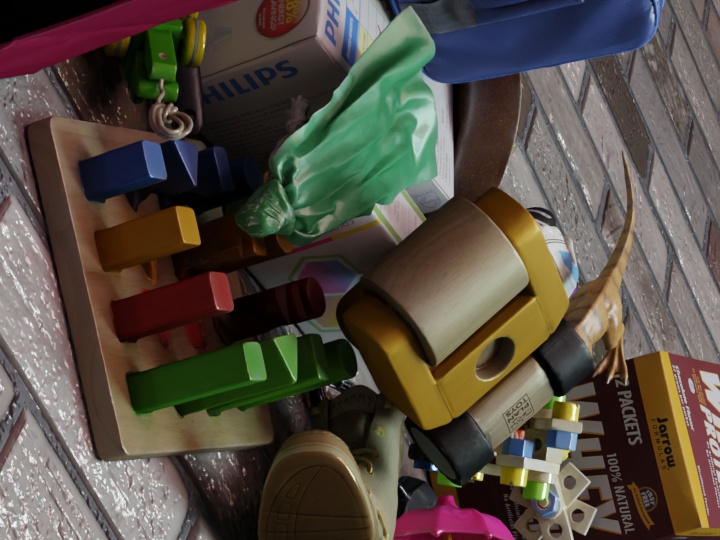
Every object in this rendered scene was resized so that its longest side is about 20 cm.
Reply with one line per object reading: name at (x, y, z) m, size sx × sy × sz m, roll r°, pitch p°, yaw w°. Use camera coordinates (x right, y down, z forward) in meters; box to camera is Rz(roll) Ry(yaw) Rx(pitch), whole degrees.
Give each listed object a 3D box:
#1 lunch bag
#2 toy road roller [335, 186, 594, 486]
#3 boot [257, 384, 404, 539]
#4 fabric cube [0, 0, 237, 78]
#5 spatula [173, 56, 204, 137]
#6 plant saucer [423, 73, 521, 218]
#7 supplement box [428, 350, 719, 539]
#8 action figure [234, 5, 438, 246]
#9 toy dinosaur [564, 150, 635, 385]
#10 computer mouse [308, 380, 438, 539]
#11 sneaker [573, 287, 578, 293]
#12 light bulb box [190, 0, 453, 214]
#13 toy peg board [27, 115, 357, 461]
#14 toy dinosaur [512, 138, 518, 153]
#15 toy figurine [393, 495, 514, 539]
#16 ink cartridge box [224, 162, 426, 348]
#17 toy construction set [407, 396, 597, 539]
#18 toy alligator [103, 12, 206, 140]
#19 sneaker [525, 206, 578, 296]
lunch bag at (0.118, -0.211, 1.617) m, size 0.133 × 0.199 × 0.136 m, roll -77°, pitch 149°, yaw -46°
toy road roller at (0.045, 0.024, 1.510) m, size 0.146 × 0.123 × 0.200 m, roll 40°, pitch -16°, yaw 37°
boot at (-0.013, 0.128, 1.521) m, size 0.201 × 0.072 × 0.156 m, roll 76°, pitch 17°, yaw -46°
fabric cube at (-0.169, -0.216, 1.275) m, size 0.198 × 0.199 × 0.199 m, roll 72°, pitch 20°, yaw -3°
spatula at (-0.118, -0.178, 1.556) m, size 0.021 × 0.056 × 0.201 m, roll 74°, pitch 9°, yaw -67°
plant saucer at (0.049, -0.087, 1.751) m, size 0.034 × 0.200 × 0.201 m, roll 20°, pitch 49°, yaw -23°
supplement box at (0.182, 0.156, 1.842) m, size 0.197 × 0.199 × 0.134 m, roll 13°, pitch 62°, yaw -65°
action figure at (-0.016, -0.071, 1.485) m, size 0.200 × 0.054 × 0.119 m, roll -43°, pitch 126°, yaw -49°
toy dinosaur at (0.164, 0.025, 1.655) m, size 0.200 × 0.060 × 0.107 m, roll -55°, pitch 156°, yaw -40°
computer mouse at (0.015, 0.150, 1.685) m, size 0.201 × 0.034 × 0.059 m, roll 58°, pitch 43°, yaw -23°
sneaker at (0.130, 0.010, 1.957) m, size 0.200 × 0.083 × 0.081 m, roll 52°, pitch 36°, yaw -47°
light bulb box at (-0.031, -0.159, 1.656) m, size 0.200 × 0.124 × 0.199 m, roll 47°, pitch 34°, yaw -46°
toy peg board at (-0.089, 0.002, 1.444) m, size 0.200 × 0.097 × 0.201 m, roll 5°, pitch 71°, yaw -67°
toy dinosaur at (0.048, -0.021, 1.791) m, size 0.047 × 0.201 × 0.088 m, roll 23°, pitch 8°, yaw -21°
toy figurine at (0.059, 0.245, 1.599) m, size 0.149 × 0.201 × 0.185 m, roll 15°, pitch 30°, yaw -23°
ink cartridge box at (0.000, 0.000, 1.647) m, size 0.200 × 0.103 × 0.060 m, roll 51°, pitch 31°, yaw -44°
toy construction set at (0.103, 0.125, 1.667) m, size 0.200 × 0.130 × 0.093 m, roll 58°, pitch 41°, yaw -65°
toy alligator at (-0.129, -0.129, 1.482) m, size 0.201 × 0.059 × 0.054 m, roll -100°, pitch -157°, yaw -46°
sneaker at (0.102, -0.017, 1.656) m, size 0.200 × 0.071 × 0.073 m, roll 32°, pitch 71°, yaw -69°
